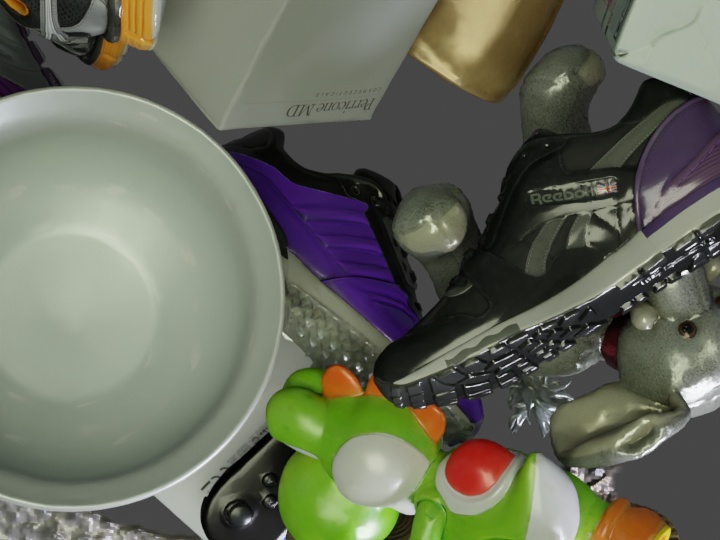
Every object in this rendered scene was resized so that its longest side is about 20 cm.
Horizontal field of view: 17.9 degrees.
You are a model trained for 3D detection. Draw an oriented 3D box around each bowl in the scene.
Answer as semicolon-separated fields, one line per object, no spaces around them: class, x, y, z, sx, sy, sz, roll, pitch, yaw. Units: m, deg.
bowl;-0.141;0.018;1.105;0.201;0.090;0.201;2;81;-10

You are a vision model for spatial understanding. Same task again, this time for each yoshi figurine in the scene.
yoshi figurine;0.040;0.123;1.109;0.200;0.112;0.112;29;91;13

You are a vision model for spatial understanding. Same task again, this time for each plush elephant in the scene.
plush elephant;0.130;0.013;1.132;0.155;0.165;0.200;12;127;37

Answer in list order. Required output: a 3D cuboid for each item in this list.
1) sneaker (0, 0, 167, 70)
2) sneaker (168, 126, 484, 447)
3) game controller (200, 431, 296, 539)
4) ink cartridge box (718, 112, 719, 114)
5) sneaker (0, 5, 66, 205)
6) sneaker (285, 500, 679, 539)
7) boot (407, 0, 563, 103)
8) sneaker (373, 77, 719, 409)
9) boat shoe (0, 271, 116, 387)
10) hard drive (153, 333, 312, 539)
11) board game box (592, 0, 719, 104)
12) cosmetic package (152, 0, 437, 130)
sneaker;-0.140;-0.143;1.100;0.077;0.200;0.078;9;88;-14
sneaker;0.000;0.000;1.175;0.200;0.070;0.100;42;62;0
game controller;0.009;0.158;1.218;0.104;0.042;0.200;-41;111;10
ink cartridge box;0.277;0.011;1.080;0.198;0.200;0.047;12;127;-24
sneaker;-0.209;-0.126;1.163;0.074;0.088;0.200;-34;99;10
sneaker;0.063;0.169;1.185;0.200;0.071;0.113;3;140;8
boot;0.050;-0.211;1.139;0.175;0.066;0.200;36;110;9
sneaker;0.084;-0.013;1.046;0.200;0.076;0.088;-31;73;-2
boat shoe;-0.185;0.012;1.178;0.200;0.071;0.063;40;85;3
hard drive;-0.082;0.061;1.229;0.200;0.027;0.132;43;102;-7
board game box;0.167;-0.167;1.072;0.064;0.200;0.148;22;103;-2
cosmetic package;-0.010;-0.167;1.084;0.081;0.113;0.200;48;128;29
